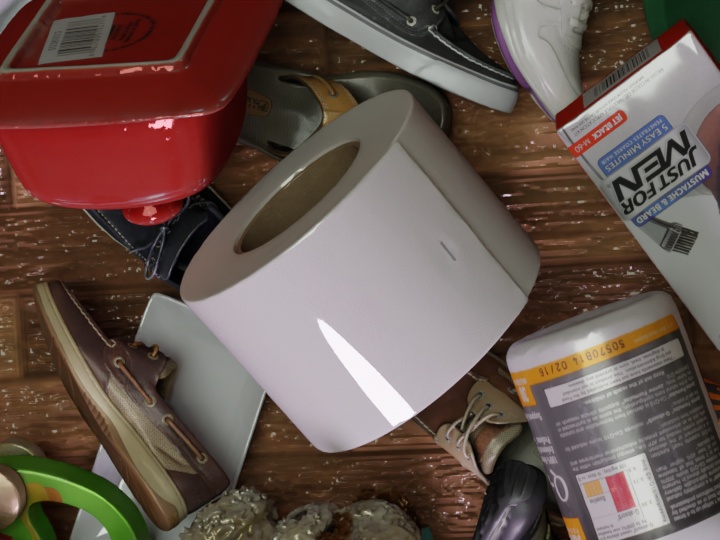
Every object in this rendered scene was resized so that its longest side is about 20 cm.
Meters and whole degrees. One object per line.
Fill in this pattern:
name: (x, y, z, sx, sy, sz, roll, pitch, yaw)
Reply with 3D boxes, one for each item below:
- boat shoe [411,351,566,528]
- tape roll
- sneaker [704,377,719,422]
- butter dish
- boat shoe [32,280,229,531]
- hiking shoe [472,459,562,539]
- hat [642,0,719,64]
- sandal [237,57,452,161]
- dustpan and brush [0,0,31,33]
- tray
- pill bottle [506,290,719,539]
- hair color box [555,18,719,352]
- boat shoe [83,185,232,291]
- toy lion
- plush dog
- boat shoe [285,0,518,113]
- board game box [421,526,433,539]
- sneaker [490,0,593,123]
boat shoe: (0.094, 0.108, 1.494, 0.199, 0.072, 0.076, 32, 99, 11)
tape roll: (0.000, 0.000, 1.430, 0.202, 0.203, 0.139, -37, 107, 13)
sneaker: (0.273, 0.106, 1.455, 0.112, 0.078, 0.200, -40, 77, -2)
butter dish: (-0.153, -0.100, 1.479, 0.197, 0.201, 0.149, -1, 122, 13)
boat shoe: (-0.161, 0.084, 1.547, 0.072, 0.072, 0.201, -30, 72, -17)
hiking shoe: (0.124, 0.200, 1.451, 0.100, 0.201, 0.076, 12, 50, 10)
hat: (0.314, -0.204, 1.452, 0.199, 0.176, 0.167, 6, 129, 43)
sandal: (-0.035, -0.112, 1.528, 0.198, 0.055, 0.083, 16, 96, 13)
dustpan and brush: (-0.260, -0.145, 1.582, 0.198, 0.057, 0.141, -13, 89, 14)
tray: (-0.132, 0.127, 1.578, 0.107, 0.022, 0.202, 21, 97, 14)
pill bottle: (0.176, 0.123, 1.381, 0.115, 0.116, 0.202, -20, 90, 14)
hair color box: (0.229, -0.050, 1.435, 0.111, 0.064, 0.200, -37, 100, 12)
boat shoe: (-0.124, -0.024, 1.551, 0.199, 0.062, 0.075, 36, 102, 12)
toy lion: (-0.201, 0.241, 1.569, 0.190, 0.069, 0.202, 16, 109, 8)
plush dog: (-0.034, 0.214, 1.442, 0.171, 0.200, 0.161, -32, 94, 18)
boat shoe: (0.030, -0.178, 1.508, 0.199, 0.070, 0.067, 31, 101, 19)
board game box: (0.005, 0.299, 1.536, 0.151, 0.045, 0.202, -17, 87, 15)
sneaker: (0.133, -0.200, 1.472, 0.099, 0.075, 0.202, -13, 89, 15)
